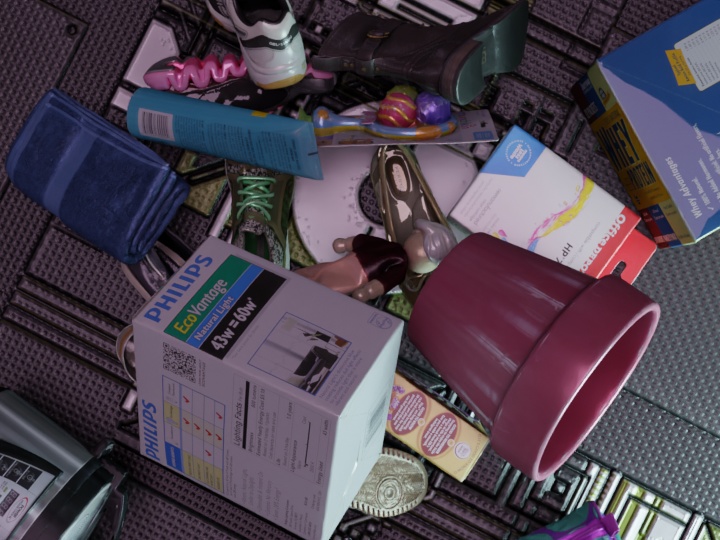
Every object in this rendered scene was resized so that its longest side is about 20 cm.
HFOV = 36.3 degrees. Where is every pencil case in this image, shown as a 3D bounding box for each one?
[{"bbox_3d":[0.168,0.306,1.099,0.199,0.093,0.085,-24,51,-1],"label":"pencil case"}]

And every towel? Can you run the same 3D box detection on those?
[{"bbox_3d":[-0.274,-0.096,1.110,0.199,0.049,0.112,33,90,24],"label":"towel"}]

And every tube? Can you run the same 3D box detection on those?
[{"bbox_3d":[-0.131,-0.134,1.065,0.199,0.078,0.051,15,61,19],"label":"tube"}]

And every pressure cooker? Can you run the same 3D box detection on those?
[{"bbox_3d":[-0.332,0.230,1.074,0.199,0.179,0.176,36,120,2],"label":"pressure cooker"}]

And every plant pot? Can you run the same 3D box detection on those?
[{"bbox_3d":[0.150,0.065,1.026,0.179,0.200,0.201,35,89,22],"label":"plant pot"}]

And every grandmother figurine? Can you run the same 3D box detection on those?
[{"bbox_3d":[0.000,0.000,1.070,0.198,0.122,0.061,-18,131,-5],"label":"grandmother figurine"}]

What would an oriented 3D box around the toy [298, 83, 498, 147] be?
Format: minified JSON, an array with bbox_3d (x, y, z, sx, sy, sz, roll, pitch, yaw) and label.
[{"bbox_3d":[0.033,-0.159,1.102,0.198,0.115,0.048,-5,114,3],"label":"toy"}]

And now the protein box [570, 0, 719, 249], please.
[{"bbox_3d":[0.351,-0.158,1.088,0.199,0.135,0.200,-29,88,0],"label":"protein box"}]

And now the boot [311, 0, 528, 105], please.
[{"bbox_3d":[0.065,-0.240,1.118,0.173,0.200,0.070,20,130,28],"label":"boot"}]

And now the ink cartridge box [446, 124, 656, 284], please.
[{"bbox_3d":[0.200,-0.041,1.121,0.199,0.067,0.117,36,90,1],"label":"ink cartridge box"}]

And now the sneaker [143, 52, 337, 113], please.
[{"bbox_3d":[-0.122,-0.177,1.141,0.198,0.079,0.096,-4,110,2],"label":"sneaker"}]

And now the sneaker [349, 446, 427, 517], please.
[{"bbox_3d":[-0.036,0.214,1.125,0.199,0.108,0.071,2,85,-29],"label":"sneaker"}]

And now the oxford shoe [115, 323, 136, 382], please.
[{"bbox_3d":[-0.166,0.117,1.130,0.199,0.058,0.076,29,86,0],"label":"oxford shoe"}]

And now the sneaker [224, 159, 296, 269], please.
[{"bbox_3d":[-0.101,-0.060,1.108,0.076,0.089,0.202,-3,97,-2],"label":"sneaker"}]

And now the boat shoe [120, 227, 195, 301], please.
[{"bbox_3d":[-0.162,0.032,1.117,0.200,0.063,0.073,44,45,5],"label":"boat shoe"}]

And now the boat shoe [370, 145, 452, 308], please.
[{"bbox_3d":[0.060,-0.037,1.126,0.073,0.063,0.202,-16,88,1],"label":"boat shoe"}]

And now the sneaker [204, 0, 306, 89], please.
[{"bbox_3d":[-0.105,-0.272,1.090,0.075,0.088,0.200,-23,53,-14],"label":"sneaker"}]

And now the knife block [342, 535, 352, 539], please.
[{"bbox_3d":[0.024,0.348,1.058,0.064,0.176,0.200,-38,88,1],"label":"knife block"}]

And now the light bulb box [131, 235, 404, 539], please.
[{"bbox_3d":[-0.085,0.108,0.979,0.199,0.199,0.125,24,47,15],"label":"light bulb box"}]

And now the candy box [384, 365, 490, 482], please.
[{"bbox_3d":[0.030,0.125,1.095,0.199,0.117,0.057,33,90,2],"label":"candy box"}]
